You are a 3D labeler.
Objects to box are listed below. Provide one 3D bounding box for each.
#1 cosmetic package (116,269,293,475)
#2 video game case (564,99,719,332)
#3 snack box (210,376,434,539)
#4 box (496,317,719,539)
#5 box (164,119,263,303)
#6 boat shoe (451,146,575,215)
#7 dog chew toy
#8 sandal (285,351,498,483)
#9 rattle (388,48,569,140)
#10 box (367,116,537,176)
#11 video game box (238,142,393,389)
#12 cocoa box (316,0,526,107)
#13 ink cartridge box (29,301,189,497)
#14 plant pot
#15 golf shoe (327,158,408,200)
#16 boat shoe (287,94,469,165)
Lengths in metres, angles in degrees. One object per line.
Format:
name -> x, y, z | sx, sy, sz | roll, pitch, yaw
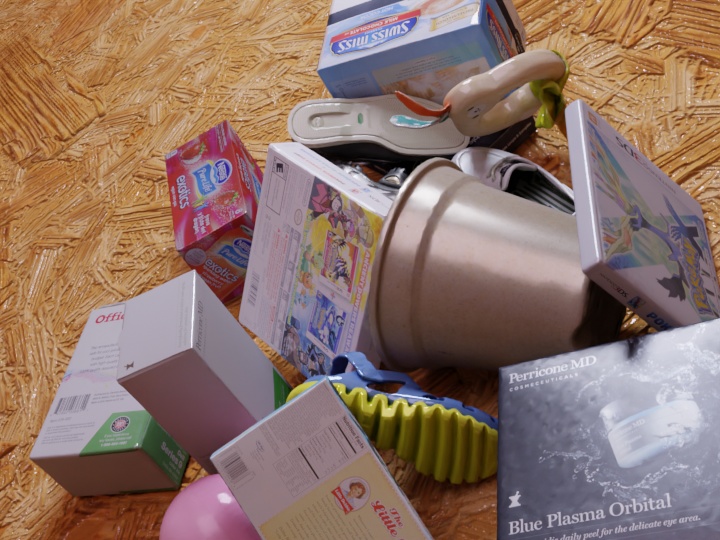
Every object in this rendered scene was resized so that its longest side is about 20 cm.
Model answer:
cosmetic package -> -0.139, 0.111, 1.087 | 0.084, 0.201, 0.108 | -22, 41, 14
video game case -> 0.246, -0.030, 0.982 | 0.022, 0.182, 0.201 | -35, 34, 34
snack box -> -0.020, 0.202, 0.937 | 0.116, 0.201, 0.037 | -33, -2, 0
box -> 0.210, 0.162, 0.863 | 0.195, 0.118, 0.201 | -15, 42, 22
box -> -0.162, -0.072, 1.363 | 0.095, 0.100, 0.201 | -27, 40, 8
boat shoe -> 0.161, -0.087, 1.159 | 0.074, 0.067, 0.199 | -46, 50, -13
dog chew toy -> -0.079, 0.209, 1.017 | 0.199, 0.125, 0.124 | -39, 39, -17
sandal -> 0.038, 0.120, 1.004 | 0.198, 0.080, 0.087 | 18, 33, 1
rattle -> 0.140, -0.134, 1.155 | 0.199, 0.144, 0.130 | -19, 0, -38
box -> 0.088, -0.155, 1.326 | 0.143, 0.036, 0.200 | -44, 39, -10
video game box -> -0.039, 0.001, 1.119 | 0.046, 0.202, 0.182 | -8, 31, -38
cocoa box -> 0.071, -0.244, 1.292 | 0.198, 0.134, 0.132 | -11, 47, 25
ink cartridge box -> -0.242, 0.131, 1.227 | 0.144, 0.088, 0.201 | -10, 47, 26
plant pot -> 0.134, 0.015, 1.025 | 0.182, 0.201, 0.201 | 13, 58, 28
golf shoe -> -0.009, -0.063, 1.238 | 0.199, 0.078, 0.095 | 6, 53, 41
boat shoe -> 0.021, -0.149, 1.268 | 0.197, 0.068, 0.073 | 3, 68, 5
